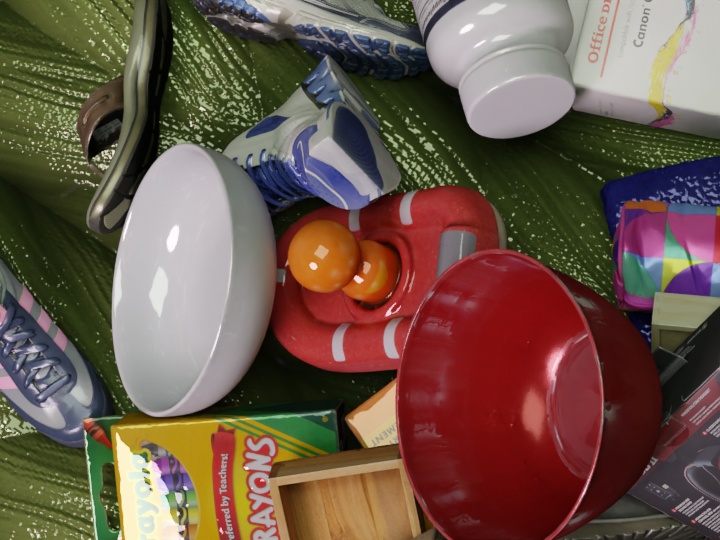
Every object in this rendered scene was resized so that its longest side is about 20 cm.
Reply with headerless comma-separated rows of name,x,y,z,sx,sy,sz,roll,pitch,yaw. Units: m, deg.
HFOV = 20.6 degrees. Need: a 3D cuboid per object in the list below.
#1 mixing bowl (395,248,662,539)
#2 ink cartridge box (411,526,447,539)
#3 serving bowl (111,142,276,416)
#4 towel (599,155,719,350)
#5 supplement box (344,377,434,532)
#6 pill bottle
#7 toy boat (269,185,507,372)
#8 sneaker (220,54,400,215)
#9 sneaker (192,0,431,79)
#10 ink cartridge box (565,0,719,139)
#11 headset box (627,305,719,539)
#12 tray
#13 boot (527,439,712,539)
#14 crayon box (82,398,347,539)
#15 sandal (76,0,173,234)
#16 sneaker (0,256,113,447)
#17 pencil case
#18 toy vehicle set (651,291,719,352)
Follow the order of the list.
mixing bowl,0.125,0.089,1.303,0.200,0.108,0.201,-7,81,51
ink cartridge box,0.010,0.296,1.361,0.200,0.075,0.165,-29,100,13
serving bowl,-0.113,0.009,1.449,0.066,0.200,0.201,7,76,-30
towel,0.286,-0.015,1.453,0.199,0.050,0.148,-11,73,4
supplement box,0.073,0.171,1.431,0.066,0.069,0.200,-37,78,1
pill bottle,0.095,-0.203,1.465,0.111,0.111,0.201,-16,64,4
toy boat,0.000,0.000,1.416,0.200,0.131,0.131,-8,69,44
sneaker,-0.041,-0.077,1.459,0.115,0.200,0.081,-39,110,11
sneaker,-0.027,-0.213,1.524,0.199,0.077,0.085,20,77,11
ink cartridge box,0.226,-0.172,1.482,0.199,0.068,0.117,12,80,10
headset box,0.271,0.115,1.336,0.200,0.149,0.075,28,45,-9
tray,0.004,0.226,1.398,0.098,0.037,0.201,-9,104,8
boot,0.162,0.117,1.429,0.181,0.073,0.200,6,48,-27
crayon box,-0.107,0.166,1.447,0.199,0.051,0.127,-5,96,8
sandal,-0.187,-0.121,1.526,0.057,0.080,0.202,6,70,4
sneaker,-0.266,0.052,1.494,0.070,0.082,0.200,-42,76,-3
pencil case,0.275,-0.001,1.381,0.199,0.088,0.089,6,79,11
toy vehicle set,0.303,0.069,1.375,0.199,0.124,0.027,5,57,11
